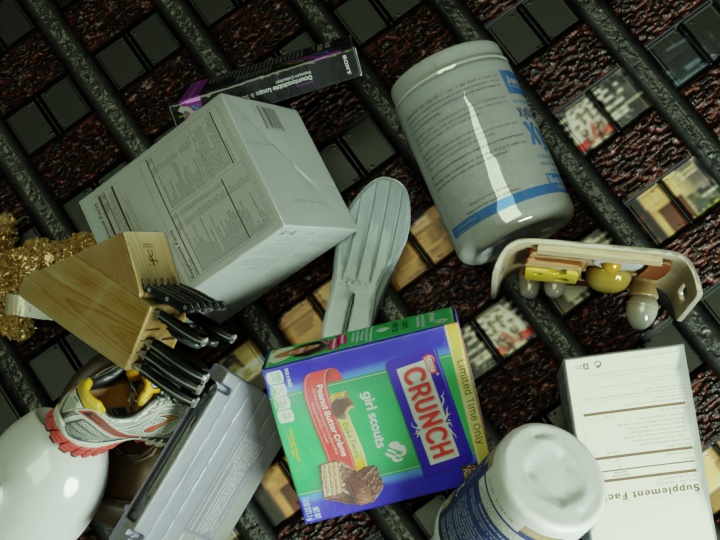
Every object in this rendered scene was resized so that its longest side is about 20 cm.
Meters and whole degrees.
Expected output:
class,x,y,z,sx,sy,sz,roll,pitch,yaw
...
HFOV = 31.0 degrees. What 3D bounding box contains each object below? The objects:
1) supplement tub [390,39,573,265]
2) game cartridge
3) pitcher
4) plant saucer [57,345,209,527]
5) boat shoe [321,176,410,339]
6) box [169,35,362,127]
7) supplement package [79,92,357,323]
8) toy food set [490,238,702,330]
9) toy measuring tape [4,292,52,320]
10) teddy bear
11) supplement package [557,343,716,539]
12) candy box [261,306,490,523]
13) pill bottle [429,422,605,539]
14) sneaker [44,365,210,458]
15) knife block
class,x,y,z,sx,sy,sz,roll,pitch,yaw
supplement tub,0.125,-0.119,1.339,0.131,0.132,0.201,-22,78,1
game cartridge,-0.155,0.205,1.306,0.038,0.130,0.201,25,81,37
pitcher,-0.343,0.241,1.274,0.121,0.171,0.201,31,97,23
plant saucer,-0.235,0.172,1.368,0.199,0.032,0.202,-1,79,7
boat shoe,0.000,0.000,1.361,0.072,0.062,0.201,19,81,0
box,-0.097,-0.200,1.376,0.199,0.143,0.036,-18,105,3
supplement package,-0.143,-0.055,1.311,0.199,0.152,0.151,-33,75,23
toy food set,0.229,0.018,1.292,0.198,0.144,0.061,5,78,7
toy measuring tape,-0.273,0.042,1.360,0.199,0.074,0.074,6,77,-22
teddy bear,-0.373,0.008,1.398,0.198,0.067,0.146,10,77,8
supplement package,0.266,0.185,1.264,0.119,0.121,0.202,-8,78,4
candy box,0.020,0.143,1.293,0.199,0.077,0.170,-15,103,3
pill bottle,0.137,0.238,1.224,0.110,0.200,0.112,14,50,-17
sneaker,-0.206,0.130,1.278,0.082,0.199,0.078,-50,63,37
knife block,-0.217,0.059,1.228,0.199,0.064,0.177,-21,80,28
